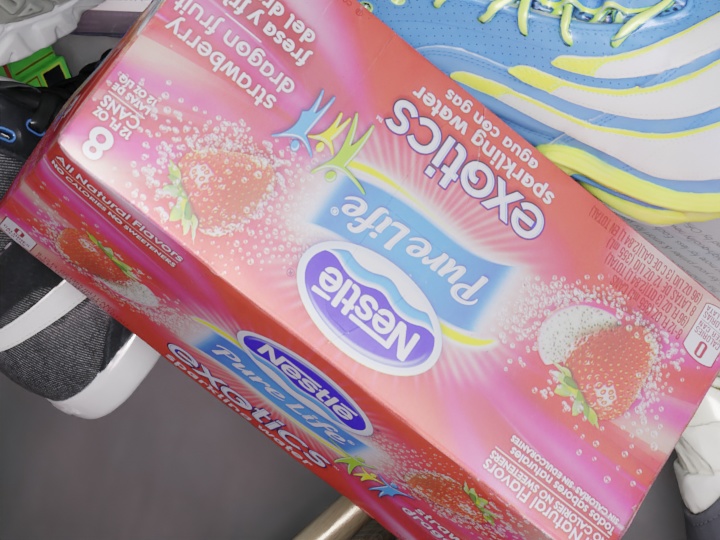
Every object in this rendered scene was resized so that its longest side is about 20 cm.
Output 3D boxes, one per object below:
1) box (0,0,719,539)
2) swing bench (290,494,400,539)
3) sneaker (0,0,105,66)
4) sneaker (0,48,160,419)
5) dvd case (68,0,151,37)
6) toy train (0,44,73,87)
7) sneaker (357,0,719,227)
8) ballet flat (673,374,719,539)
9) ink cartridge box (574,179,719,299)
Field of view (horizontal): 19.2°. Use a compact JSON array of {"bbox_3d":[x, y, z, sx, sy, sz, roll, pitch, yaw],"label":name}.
[{"bbox_3d":[0.000,0.000,0.644,0.200,0.100,0.096,39,68,-10],"label":"box"},{"bbox_3d":[0.019,0.196,0.784,0.200,0.130,0.199,-38,100,12],"label":"swing bench"},{"bbox_3d":[-0.117,-0.149,0.698,0.099,0.078,0.201,12,62,27],"label":"sneaker"},{"bbox_3d":[-0.081,-0.059,0.709,0.112,0.073,0.201,33,82,-33],"label":"sneaker"},{"bbox_3d":[-0.070,-0.183,0.761,0.148,0.016,0.201,2,101,-2],"label":"dvd case"},{"bbox_3d":[-0.131,-0.067,0.751,0.056,0.042,0.201,-38,117,-37],"label":"toy train"},{"bbox_3d":[0.048,-0.069,0.630,0.105,0.200,0.076,28,81,-38],"label":"sneaker"},{"bbox_3d":[0.151,0.033,0.782,0.073,0.073,0.201,24,94,-5],"label":"ballet flat"},{"bbox_3d":[0.114,-0.036,0.715,0.115,0.199,0.068,30,64,-38],"label":"ink cartridge box"}]
